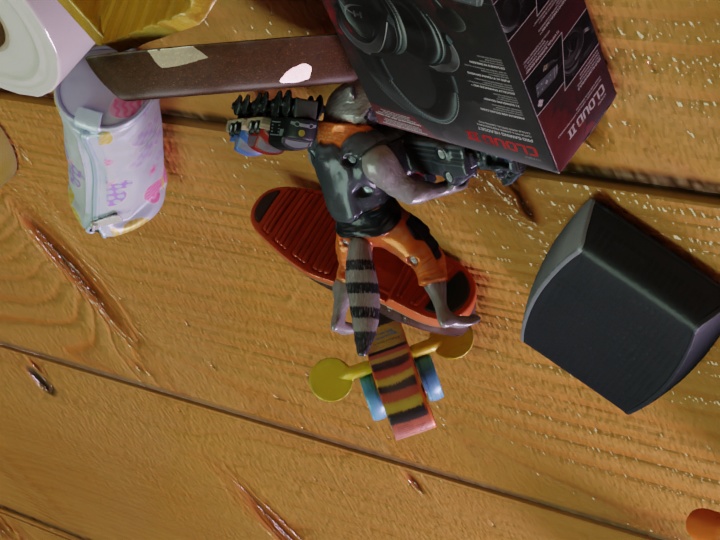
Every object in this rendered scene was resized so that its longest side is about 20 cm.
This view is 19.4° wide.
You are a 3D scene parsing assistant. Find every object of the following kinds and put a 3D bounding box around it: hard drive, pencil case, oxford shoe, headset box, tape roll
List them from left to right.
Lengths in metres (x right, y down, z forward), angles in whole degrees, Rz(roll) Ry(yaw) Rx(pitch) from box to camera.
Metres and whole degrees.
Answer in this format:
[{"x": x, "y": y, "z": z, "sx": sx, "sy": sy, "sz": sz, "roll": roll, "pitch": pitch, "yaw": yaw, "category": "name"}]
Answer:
[{"x": -0.284, "y": -0.225, "z": 1.569, "sx": 0.202, "sy": 0.071, "sz": 0.203, "roll": 31, "pitch": 157, "yaw": 15, "category": "tape roll"}, {"x": -0.208, "y": -0.106, "z": 1.746, "sx": 0.083, "sy": 0.091, "sz": 0.200, "roll": 33, "pitch": 156, "yaw": 12, "category": "pencil case"}, {"x": 0.000, "y": 0.000, "z": 1.673, "sx": 0.200, "sy": 0.071, "sz": 0.073, "roll": 30, "pitch": 161, "yaw": 17, "category": "oxford shoe"}, {"x": 0.061, "y": -0.153, "z": 1.291, "sx": 0.149, "sy": 0.077, "sz": 0.200, "roll": 19, "pitch": 149, "yaw": 36, "category": "headset box"}, {"x": 0.183, "y": 0.034, "z": 1.505, "sx": 0.135, "sy": 0.042, "sz": 0.200, "roll": 35, "pitch": 157, "yaw": 6, "category": "hard drive"}]

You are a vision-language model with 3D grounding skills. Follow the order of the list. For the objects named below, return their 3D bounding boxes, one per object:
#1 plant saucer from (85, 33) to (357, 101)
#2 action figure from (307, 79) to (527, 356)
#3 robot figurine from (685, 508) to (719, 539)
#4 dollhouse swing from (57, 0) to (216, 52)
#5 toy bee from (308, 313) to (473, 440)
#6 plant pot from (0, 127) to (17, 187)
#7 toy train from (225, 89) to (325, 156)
[{"x": -0.082, "y": -0.135, "z": 1.405, "sx": 0.200, "sy": 0.200, "sz": 0.035, "roll": 3, "pitch": 100, "yaw": 53, "category": "plant saucer"}, {"x": 0.025, "y": -0.046, "z": 1.484, "sx": 0.200, "sy": 0.105, "sz": 0.194, "roll": 0, "pitch": 109, "yaw": 48, "category": "action figure"}, {"x": 0.324, "y": 0.214, "z": 1.549, "sx": 0.200, "sy": 0.144, "sz": 0.117, "roll": 128, "pitch": 128, "yaw": -67, "category": "robot figurine"}, {"x": -0.170, "y": -0.263, "z": 1.317, "sx": 0.176, "sy": 0.182, "sz": 0.200, "roll": 26, "pitch": 164, "yaw": -28, "category": "dollhouse swing"}, {"x": 0.015, "y": 0.067, "z": 1.729, "sx": 0.200, "sy": 0.131, "sz": 0.109, "roll": 7, "pitch": 119, "yaw": 67, "category": "toy bee"}, {"x": -0.453, "y": -0.108, "z": 2.025, "sx": 0.200, "sy": 0.142, "sz": 0.200, "roll": 31, "pitch": 156, "yaw": 16, "category": "plant pot"}, {"x": -0.064, "y": -0.106, "z": 1.537, "sx": 0.034, "sy": 0.046, "sz": 0.200, "roll": 8, "pitch": -179, "yaw": -15, "category": "toy train"}]
